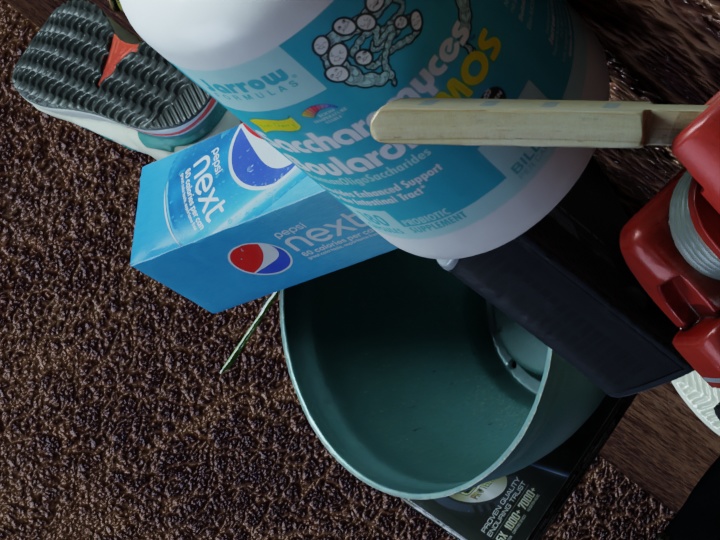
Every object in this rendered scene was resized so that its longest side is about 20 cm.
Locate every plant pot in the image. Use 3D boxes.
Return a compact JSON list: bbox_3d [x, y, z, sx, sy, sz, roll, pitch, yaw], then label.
[{"bbox_3d":[0.070,0.018,1.082,0.134,0.201,0.200,-1,-154,-46],"label":"plant pot"}]

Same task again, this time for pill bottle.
[{"bbox_3d":[-0.008,-0.095,0.677,0.200,0.111,0.111,38,177,-40],"label":"pill bottle"}]

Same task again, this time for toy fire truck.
[{"bbox_3d":[0.113,-0.014,0.652,0.200,0.129,0.176,47,178,1],"label":"toy fire truck"}]

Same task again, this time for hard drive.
[{"bbox_3d":[0.067,-0.033,0.847,0.135,0.042,0.200,37,-161,-26],"label":"hard drive"}]

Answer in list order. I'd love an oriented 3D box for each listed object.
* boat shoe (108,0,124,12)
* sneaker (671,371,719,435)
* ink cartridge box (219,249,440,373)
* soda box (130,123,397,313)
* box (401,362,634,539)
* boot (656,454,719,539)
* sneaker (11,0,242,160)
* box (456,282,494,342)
[{"bbox_3d":[-0.116,-0.173,1.108,0.200,0.068,0.072,37,177,-15],"label":"boat shoe"},{"bbox_3d":[0.234,0.071,0.982,0.200,0.075,0.084,43,-162,32],"label":"sneaker"},{"bbox_3d":[0.000,0.000,1.227,0.076,0.200,0.148,35,178,-1],"label":"ink cartridge box"},{"bbox_3d":[-0.022,-0.043,1.006,0.199,0.064,0.068,-20,143,34],"label":"soda box"},{"bbox_3d":[0.120,0.090,1.281,0.086,0.200,0.164,33,178,11],"label":"box"},{"bbox_3d":[0.245,0.144,1.143,0.073,0.154,0.204,36,177,-14],"label":"boot"},{"bbox_3d":[-0.121,-0.091,1.122,0.199,0.070,0.093,22,163,49],"label":"sneaker"},{"bbox_3d":[0.059,0.032,1.270,0.044,0.161,0.200,34,-177,2],"label":"box"}]
